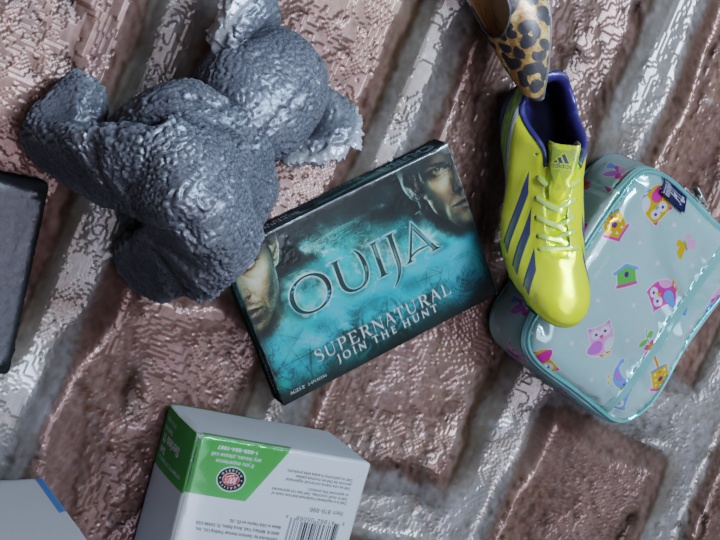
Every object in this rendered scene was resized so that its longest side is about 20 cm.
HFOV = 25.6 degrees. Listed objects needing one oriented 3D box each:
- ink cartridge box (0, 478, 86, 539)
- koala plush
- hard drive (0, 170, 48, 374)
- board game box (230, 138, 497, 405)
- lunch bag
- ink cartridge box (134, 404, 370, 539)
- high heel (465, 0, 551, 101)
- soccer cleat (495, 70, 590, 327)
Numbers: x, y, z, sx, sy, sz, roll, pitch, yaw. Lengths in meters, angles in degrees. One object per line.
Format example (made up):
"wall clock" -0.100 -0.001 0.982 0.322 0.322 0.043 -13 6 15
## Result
"ink cartridge box" -0.278 0.265 1.095 0.145 0.147 0.201 0 103 -25
"koala plush" -0.094 -0.095 1.096 0.200 0.183 0.178 -45 117 -22
"hard drive" -0.323 -0.011 1.075 0.199 0.033 0.140 11 97 -26
"board game box" 0.000 0.000 1.228 0.199 0.028 0.136 -27 112 -17
"lunch bag" 0.216 0.015 1.302 0.160 0.077 0.200 38 86 -26
"ink cartridge box" -0.095 0.218 1.203 0.146 0.083 0.201 13 96 -26
"high heel" 0.062 -0.210 1.177 0.142 0.071 0.201 -18 91 -26
"soccer cleat" 0.145 -0.058 1.209 0.064 0.084 0.201 2 70 -22
